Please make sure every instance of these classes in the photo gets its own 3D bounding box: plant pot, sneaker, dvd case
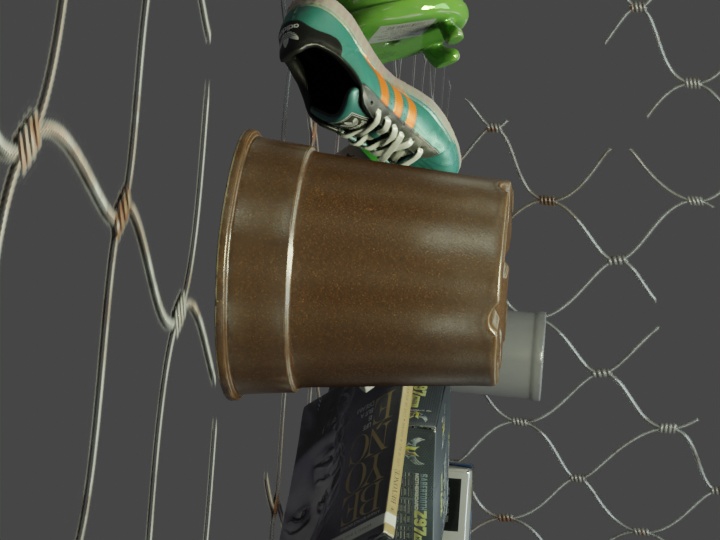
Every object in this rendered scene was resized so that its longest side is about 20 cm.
[{"bbox_3d":[0.008,0.004,1.421,0.200,0.198,0.201,5,90,-84],"label":"plant pot"},{"bbox_3d":[0.002,-0.126,1.563,0.200,0.071,0.080,46,36,-20],"label":"sneaker"},{"bbox_3d":[-0.014,0.175,1.721,0.149,0.016,0.200,-32,-144,39],"label":"dvd case"}]

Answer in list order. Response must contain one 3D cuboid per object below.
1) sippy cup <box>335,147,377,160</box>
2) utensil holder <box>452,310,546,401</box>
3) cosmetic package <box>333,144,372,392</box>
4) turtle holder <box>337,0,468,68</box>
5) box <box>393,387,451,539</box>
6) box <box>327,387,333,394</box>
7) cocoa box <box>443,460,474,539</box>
[{"bbox_3d":[0.017,-0.028,1.844,0.178,0.139,0.131,63,41,-60],"label":"sippy cup"},{"bbox_3d":[0.244,0.155,3.657,0.170,0.200,0.170,3,90,-84],"label":"utensil holder"},{"bbox_3d":[0.000,0.000,1.660,0.108,0.085,0.200,47,-18,29],"label":"cosmetic package"},{"bbox_3d":[0.021,-0.236,1.668,0.185,0.141,0.132,13,64,-75],"label":"turtle holder"},{"bbox_3d":[0.063,0.205,2.017,0.158,0.051,0.200,-70,162,-62],"label":"box"},{"bbox_3d":[0.002,0.213,2.042,0.141,0.079,0.200,-73,165,-53],"label":"box"},{"bbox_3d":[0.077,0.349,2.551,0.131,0.133,0.200,7,87,-84],"label":"cocoa box"}]
